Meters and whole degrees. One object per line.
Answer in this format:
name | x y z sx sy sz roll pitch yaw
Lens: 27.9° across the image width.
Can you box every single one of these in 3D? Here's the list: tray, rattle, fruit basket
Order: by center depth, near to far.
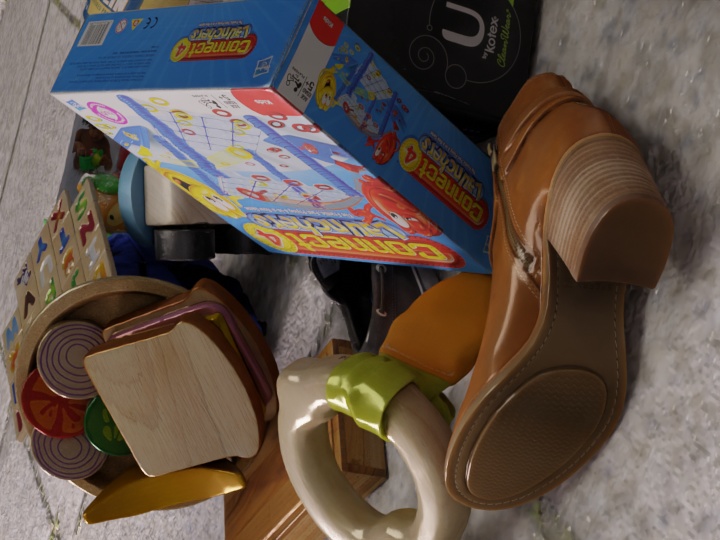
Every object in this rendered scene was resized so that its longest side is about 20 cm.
rattle | 0.039 0.123 0.823 0.129 0.143 0.201 -14 106 30
tray | -0.045 0.141 1.010 0.200 0.037 0.099 128 146 -47
fruit basket | -0.209 -0.068 1.342 0.093 0.185 0.201 20 94 32

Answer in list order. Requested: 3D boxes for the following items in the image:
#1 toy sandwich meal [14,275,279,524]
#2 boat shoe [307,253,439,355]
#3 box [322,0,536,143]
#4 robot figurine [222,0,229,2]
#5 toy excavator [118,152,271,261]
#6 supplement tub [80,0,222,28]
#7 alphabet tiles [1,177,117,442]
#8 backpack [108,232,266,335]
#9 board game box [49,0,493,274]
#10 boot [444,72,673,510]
toy sandwich meal | -0.151 0.095 1.009 0.070 0.204 0.206 -73 6 -67
boat shoe | 0.000 0.000 0.934 0.070 0.066 0.201 -64 27 29
box | 0.010 -0.153 0.913 0.200 0.123 0.150 164 115 -65
robot figurine | -0.062 -0.127 1.075 0.170 0.112 0.201 67 -168 -51
toy excavator | -0.148 -0.064 1.217 0.199 0.194 0.101 2 95 42
supplement tub | -0.169 -0.287 1.354 0.201 0.144 0.145 -65 26 27
alphabet tiles | -0.238 0.029 1.129 0.167 0.006 0.200 -56 34 23
backpack | -0.183 0.052 1.206 0.163 0.167 0.200 -61 25 11
board game box | -0.042 -0.073 0.826 0.199 0.196 0.056 6 67 46
boot | 0.087 0.008 0.742 0.201 0.073 0.155 -64 22 24
